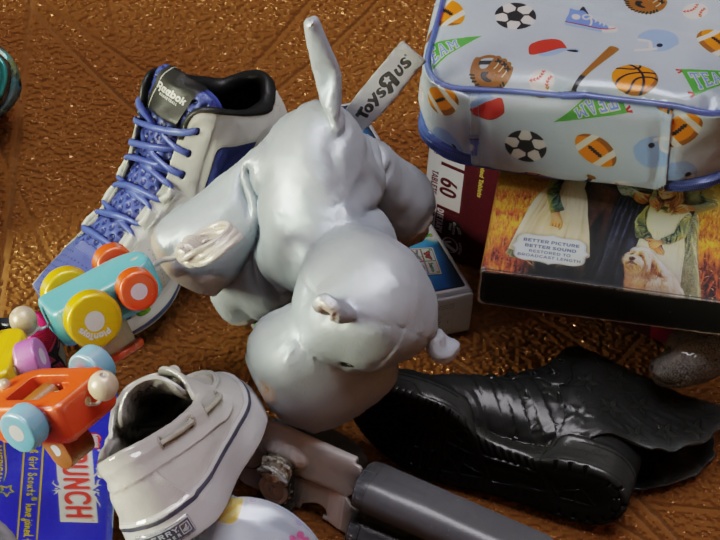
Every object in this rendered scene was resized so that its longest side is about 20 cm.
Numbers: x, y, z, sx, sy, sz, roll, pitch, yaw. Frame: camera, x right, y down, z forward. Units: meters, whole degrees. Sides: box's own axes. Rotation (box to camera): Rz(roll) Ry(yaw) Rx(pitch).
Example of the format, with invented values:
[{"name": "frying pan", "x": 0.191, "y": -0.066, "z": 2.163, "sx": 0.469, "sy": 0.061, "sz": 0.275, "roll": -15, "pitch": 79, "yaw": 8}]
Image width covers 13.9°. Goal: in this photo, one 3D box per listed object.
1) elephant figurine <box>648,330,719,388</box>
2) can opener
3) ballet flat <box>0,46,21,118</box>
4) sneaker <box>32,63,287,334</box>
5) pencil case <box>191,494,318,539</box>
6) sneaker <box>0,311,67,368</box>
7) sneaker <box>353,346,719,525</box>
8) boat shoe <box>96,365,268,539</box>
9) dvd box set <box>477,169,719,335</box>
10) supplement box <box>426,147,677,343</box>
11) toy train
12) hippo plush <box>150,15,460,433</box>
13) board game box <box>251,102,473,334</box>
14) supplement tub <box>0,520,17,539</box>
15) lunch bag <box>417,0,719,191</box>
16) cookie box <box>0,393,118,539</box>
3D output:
[{"name": "elephant figurine", "x": 0.291, "y": 0.050, "z": 1.689, "sx": 0.155, "sy": 0.142, "sz": 0.200, "roll": -7, "pitch": 28, "yaw": 44}, {"name": "can opener", "x": 0.017, "y": 0.124, "z": 1.604, "sx": 0.199, "sy": 0.053, "sz": 0.066, "roll": 25, "pitch": 41, "yaw": 21}, {"name": "ballet flat", "x": -0.311, "y": -0.128, "z": 1.871, "sx": 0.199, "sy": 0.074, "sz": 0.074, "roll": 16, "pitch": 39, "yaw": 4}, {"name": "sneaker", "x": -0.117, "y": -0.056, "z": 1.727, "sx": 0.199, "sy": 0.115, "sz": 0.080, "roll": -39, "pitch": 46, "yaw": -19}, {"name": "pencil case", "x": -0.081, "y": 0.201, "z": 1.467, "sx": 0.091, "sy": 0.083, "sz": 0.200, "roll": 41, "pitch": 39, "yaw": -11}, {"name": "sneaker", "x": -0.261, "y": 0.047, "z": 1.645, "sx": 0.199, "sy": 0.075, "sz": 0.081, "roll": 3, "pitch": 38, "yaw": -3}, {"name": "sneaker", "x": 0.101, "y": 0.082, "z": 1.667, "sx": 0.199, "sy": 0.060, "sz": 0.104, "roll": 20, "pitch": 41, "yaw": 9}, {"name": "boat shoe", "x": -0.100, "y": 0.083, "z": 1.539, "sx": 0.072, "sy": 0.066, "sz": 0.200, "roll": -25, "pitch": 14, "yaw": 17}, {"name": "dvd box set", "x": 0.152, "y": -0.052, "z": 1.694, "sx": 0.146, "sy": 0.029, "sz": 0.200, "roll": 8, "pitch": 47, "yaw": 6}, {"name": "supplement box", "x": 0.138, "y": -0.035, "z": 1.775, "sx": 0.199, "sy": 0.109, "sz": 0.061, "roll": 22, "pitch": 44, "yaw": 19}, {"name": "toy train", "x": -0.140, "y": 0.048, "z": 1.526, "sx": 0.150, "sy": 0.056, "sz": 0.200, "roll": -7, "pitch": 25, "yaw": 37}, {"name": "hippo plush", "x": 0.000, "y": 0.000, "z": 1.618, "sx": 0.159, "sy": 0.200, "sz": 0.161, "roll": 13, "pitch": 38, "yaw": -43}, {"name": "board game box", "x": -0.026, "y": -0.026, "z": 1.799, "sx": 0.126, "sy": 0.035, "sz": 0.200, "roll": -10, "pitch": 41, "yaw": -18}, {"name": "supplement tub", "x": -0.192, "y": 0.203, "z": 1.358, "sx": 0.106, "sy": 0.201, "sz": 0.107, "roll": 4, "pitch": 37, "yaw": -3}, {"name": "lunch bag", "x": 0.137, "y": -0.124, "z": 1.689, "sx": 0.199, "sy": 0.076, "sz": 0.161, "roll": 8, "pitch": 45, "yaw": 8}, {"name": "cookie box", "x": -0.228, "y": 0.133, "z": 1.539, "sx": 0.199, "sy": 0.075, "sz": 0.171, "roll": 3, "pitch": 37, "yaw": -4}]
